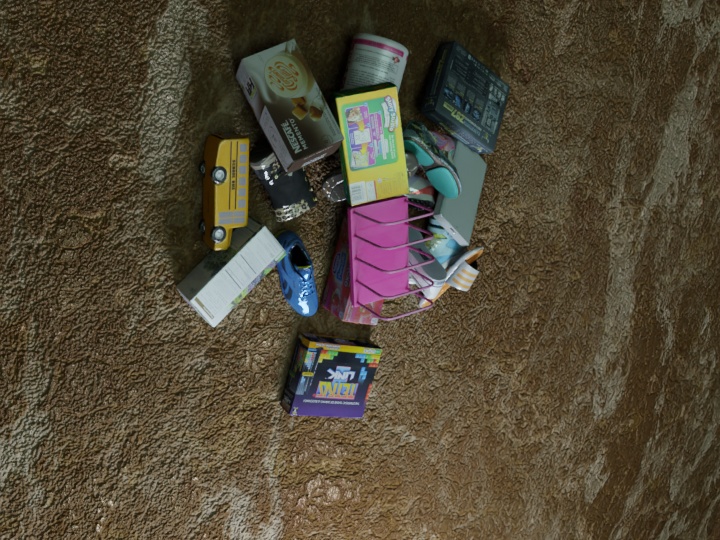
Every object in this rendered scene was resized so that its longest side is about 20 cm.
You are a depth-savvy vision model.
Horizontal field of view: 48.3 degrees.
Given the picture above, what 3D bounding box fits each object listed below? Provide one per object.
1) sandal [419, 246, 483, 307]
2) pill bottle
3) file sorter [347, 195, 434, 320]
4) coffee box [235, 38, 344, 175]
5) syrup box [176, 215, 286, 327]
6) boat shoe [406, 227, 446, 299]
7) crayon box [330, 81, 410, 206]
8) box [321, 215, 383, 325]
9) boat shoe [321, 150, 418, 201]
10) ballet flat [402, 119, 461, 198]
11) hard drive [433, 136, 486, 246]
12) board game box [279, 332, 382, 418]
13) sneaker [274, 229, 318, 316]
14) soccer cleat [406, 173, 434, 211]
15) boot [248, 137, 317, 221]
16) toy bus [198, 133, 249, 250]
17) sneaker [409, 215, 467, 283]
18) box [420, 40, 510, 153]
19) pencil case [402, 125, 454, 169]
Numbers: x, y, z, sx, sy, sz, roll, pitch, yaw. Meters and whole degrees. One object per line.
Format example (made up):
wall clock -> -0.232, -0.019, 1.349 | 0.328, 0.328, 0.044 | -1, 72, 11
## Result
sandal -> 0.217, 0.029, 1.806 | 0.207, 0.060, 0.079 | -48, 162, 27
pill bottle -> 0.015, -0.339, 1.545 | 0.111, 0.113, 0.205 | 11, 96, -36
file sorter -> 0.067, -0.023, 1.570 | 0.136, 0.125, 0.205 | -14, 113, -29
coffee box -> -0.127, -0.291, 1.437 | 0.113, 0.080, 0.204 | -26, 88, -22
syrup box -> -0.245, 0.000, 1.520 | 0.200, 0.078, 0.082 | -47, 126, -11
boat shoe -> 0.110, -0.024, 1.694 | 0.072, 0.202, 0.066 | -4, 135, -27
crayon box -> 0.019, -0.233, 1.482 | 0.116, 0.058, 0.205 | -12, 110, -9
box -> 0.000, 0.000, 1.672 | 0.094, 0.099, 0.205 | 9, 102, -35
boat shoe -> 0.016, -0.200, 1.577 | 0.195, 0.074, 0.076 | -14, 124, 4
ballet flat -> 0.150, -0.228, 1.615 | 0.075, 0.074, 0.200 | -52, 131, -7
hard drive -> 0.218, -0.176, 1.746 | 0.131, 0.026, 0.204 | 39, 59, -44
board game box -> -0.062, 0.230, 1.742 | 0.196, 0.056, 0.170 | 9, 101, -36
sneaker -> -0.122, 0.016, 1.612 | 0.065, 0.078, 0.204 | -30, 123, -23
soccer cleat -> 0.069, -0.183, 1.686 | 0.196, 0.068, 0.075 | 12, 69, -26
boot -> -0.116, -0.202, 1.540 | 0.199, 0.072, 0.153 | -41, 131, -28
toy bus -> -0.249, -0.144, 1.474 | 0.077, 0.065, 0.206 | -8, 111, -33
sneaker -> 0.153, -0.061, 1.772 | 0.198, 0.079, 0.134 | -29, 123, -34
box -> 0.226, -0.363, 1.704 | 0.198, 0.050, 0.162 | 25, 75, -37
pencil case -> 0.101, -0.255, 1.658 | 0.196, 0.087, 0.090 | 7, 104, -37
